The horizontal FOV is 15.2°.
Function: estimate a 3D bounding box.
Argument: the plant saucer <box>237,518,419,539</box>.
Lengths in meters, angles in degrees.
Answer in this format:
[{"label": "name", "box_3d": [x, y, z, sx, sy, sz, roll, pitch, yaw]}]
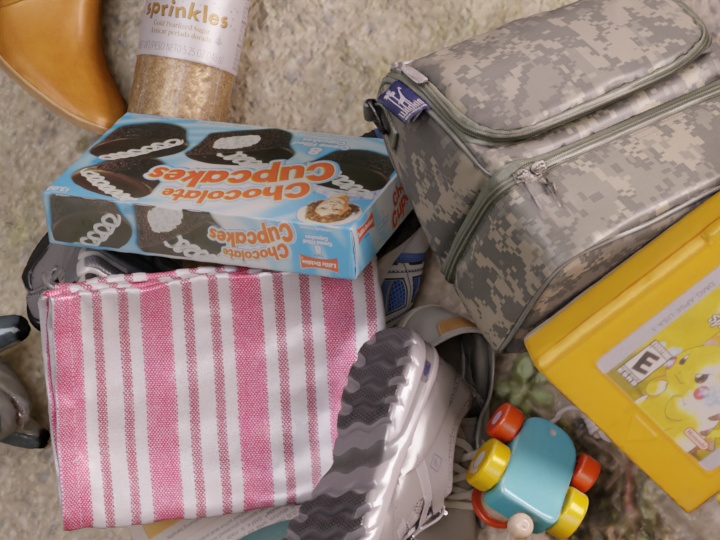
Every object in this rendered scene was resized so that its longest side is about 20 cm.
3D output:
[{"label": "plant saucer", "box_3d": [-0.017, 0.242, 1.582, 0.199, 0.036, 0.201, 1, 109, 4]}]

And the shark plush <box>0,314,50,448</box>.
[{"label": "shark plush", "box_3d": [-0.288, 0.066, 1.721, 0.199, 0.083, 0.091, 19, 122, 25]}]

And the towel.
[{"label": "towel", "box_3d": [-0.081, 0.071, 1.556, 0.199, 0.030, 0.147, -6, 98, -4]}]

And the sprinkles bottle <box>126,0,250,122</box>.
[{"label": "sprinkles bottle", "box_3d": [-0.101, -0.177, 1.703, 0.068, 0.068, 0.201, 9, 87, 21]}]

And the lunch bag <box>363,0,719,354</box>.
[{"label": "lunch bag", "box_3d": [0.121, -0.069, 1.533, 0.199, 0.139, 0.168, -24, 69, -22]}]

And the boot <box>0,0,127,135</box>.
[{"label": "boot", "box_3d": [-0.183, -0.195, 1.730, 0.201, 0.071, 0.144, 47, 109, 27]}]

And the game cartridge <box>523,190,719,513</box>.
[{"label": "game cartridge", "box_3d": [0.217, 0.032, 1.505, 0.200, 0.176, 0.032, -37, 41, 13]}]

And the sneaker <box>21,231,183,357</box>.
[{"label": "sneaker", "box_3d": [-0.165, 0.016, 1.666, 0.075, 0.200, 0.116, 33, 120, -20]}]

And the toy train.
[{"label": "toy train", "box_3d": [0.131, 0.170, 1.560, 0.056, 0.150, 0.201, -43, 58, 48]}]

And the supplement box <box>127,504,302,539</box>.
[{"label": "supplement box", "box_3d": [-0.079, 0.129, 1.651, 0.126, 0.073, 0.201, -32, 73, 14]}]

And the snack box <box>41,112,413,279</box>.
[{"label": "snack box", "box_3d": [-0.073, -0.046, 1.591, 0.199, 0.116, 0.037, 7, 120, 21]}]

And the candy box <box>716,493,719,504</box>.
[{"label": "candy box", "box_3d": [0.294, 0.188, 1.528, 0.102, 0.026, 0.201, -32, 73, 11]}]

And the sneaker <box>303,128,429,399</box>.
[{"label": "sneaker", "box_3d": [0.000, 0.000, 1.643, 0.075, 0.077, 0.201, 19, 72, 25]}]

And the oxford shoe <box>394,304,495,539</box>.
[{"label": "oxford shoe", "box_3d": [0.048, 0.120, 1.598, 0.058, 0.075, 0.201, -4, 83, 51]}]

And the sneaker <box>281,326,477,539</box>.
[{"label": "sneaker", "box_3d": [0.017, 0.137, 1.522, 0.075, 0.082, 0.201, 6, 71, 54]}]
